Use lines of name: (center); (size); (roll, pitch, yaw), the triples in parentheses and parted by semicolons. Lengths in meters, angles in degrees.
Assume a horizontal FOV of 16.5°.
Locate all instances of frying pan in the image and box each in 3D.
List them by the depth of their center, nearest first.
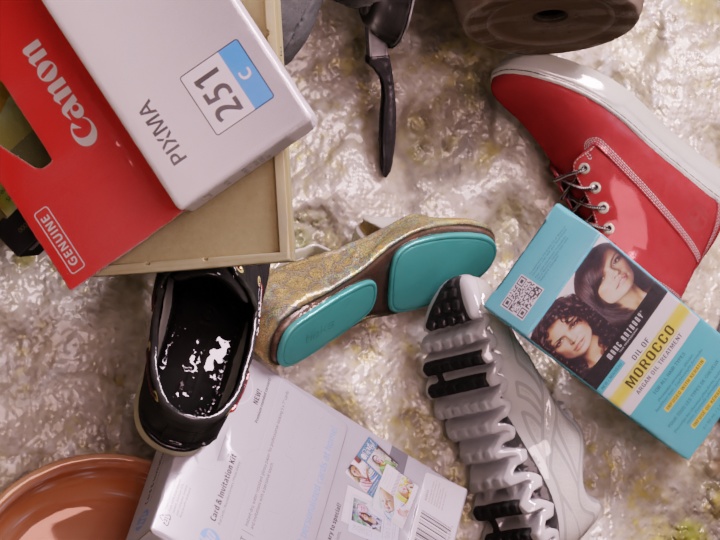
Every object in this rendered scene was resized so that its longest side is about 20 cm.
frying pan: (0.012, -0.172, 1.640); (0.031, 0.115, 0.191); (3, 123, -13)

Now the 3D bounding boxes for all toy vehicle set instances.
toy vehicle set: (-0.105, -0.100, 1.440); (0.123, 0.027, 0.202); (-3, 90, 6)

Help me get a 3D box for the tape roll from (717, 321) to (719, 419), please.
tape roll: (0.347, 0.075, 1.735); (0.199, 0.066, 0.202); (5, 77, -23)

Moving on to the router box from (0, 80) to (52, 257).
router box: (-0.182, -0.132, 1.489); (0.200, 0.052, 0.157); (-44, 87, 5)

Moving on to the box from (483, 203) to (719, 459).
box: (0.172, 0.043, 1.615); (0.200, 0.049, 0.083); (36, 90, -42)

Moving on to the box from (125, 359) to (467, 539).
box: (-0.036, 0.154, 1.533); (0.199, 0.041, 0.157); (33, 47, -19)

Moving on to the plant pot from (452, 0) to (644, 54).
plant pot: (0.118, -0.243, 1.615); (0.199, 0.200, 0.175); (6, 72, -22)

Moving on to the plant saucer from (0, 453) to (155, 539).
plant saucer: (-0.157, 0.213, 1.504); (0.199, 0.037, 0.202); (5, 78, -22)

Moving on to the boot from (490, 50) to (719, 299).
boot: (0.151, -0.045, 1.672); (0.199, 0.072, 0.145); (35, 70, -18)

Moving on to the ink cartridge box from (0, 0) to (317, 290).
ink cartridge box: (-0.150, -0.118, 1.409); (0.176, 0.045, 0.201); (-34, 87, 4)

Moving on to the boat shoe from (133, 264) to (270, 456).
boat shoe: (-0.088, 0.009, 1.489); (0.073, 0.063, 0.203); (16, 65, -13)

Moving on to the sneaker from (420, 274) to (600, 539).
sneaker: (0.099, 0.095, 1.624); (0.081, 0.075, 0.201); (-23, 100, -35)

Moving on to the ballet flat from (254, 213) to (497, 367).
ballet flat: (0.000, 0.000, 1.601); (0.199, 0.071, 0.071); (-25, 90, -33)

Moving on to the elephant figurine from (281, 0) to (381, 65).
elephant figurine: (-0.035, -0.221, 1.539); (0.199, 0.142, 0.155); (-34, 104, 19)
